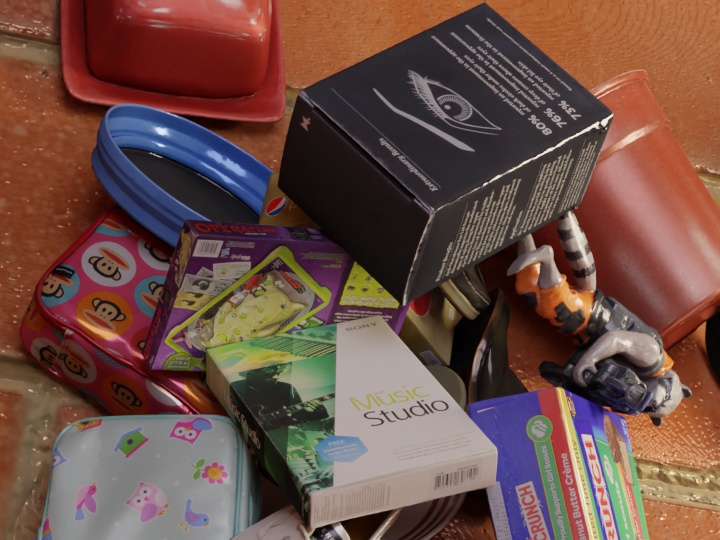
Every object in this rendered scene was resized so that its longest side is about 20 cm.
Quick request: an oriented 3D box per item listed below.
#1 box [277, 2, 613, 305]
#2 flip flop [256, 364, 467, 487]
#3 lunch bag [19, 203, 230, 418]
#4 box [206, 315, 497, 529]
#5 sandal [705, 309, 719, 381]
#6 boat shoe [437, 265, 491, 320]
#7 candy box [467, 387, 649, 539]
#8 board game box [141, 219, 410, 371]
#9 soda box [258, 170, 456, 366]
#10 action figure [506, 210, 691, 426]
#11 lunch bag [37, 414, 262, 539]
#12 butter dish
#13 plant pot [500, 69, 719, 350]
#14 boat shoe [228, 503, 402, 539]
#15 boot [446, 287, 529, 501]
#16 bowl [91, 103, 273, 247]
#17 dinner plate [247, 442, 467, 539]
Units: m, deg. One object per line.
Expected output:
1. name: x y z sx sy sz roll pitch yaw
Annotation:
1. box: 0.062 -0.090 1.594 0.200 0.104 0.148 -28 60 -33
2. flip flop: 0.005 0.109 1.621 0.200 0.058 0.081 -18 31 -38
3. lunch bag: -0.146 0.042 1.682 0.200 0.082 0.176 35 47 5
4. box: -0.010 0.104 1.537 0.144 0.036 0.200 -11 31 -22
5. sandal: 0.360 0.095 1.838 0.057 0.080 0.201 -5 62 -44
6. boat shoe: 0.065 -0.054 1.742 0.065 0.073 0.200 -29 64 10
7. candy box: 0.156 0.183 1.586 0.077 0.200 0.169 -15 75 18
8. board game box: -0.055 0.023 1.606 0.200 0.120 0.032 4 26 -31
9. soda box: 0.000 0.000 1.698 0.200 0.064 0.068 51 36 -39
10. action figure: 0.189 0.045 1.667 0.105 0.200 0.193 -45 106 -8
11. lunch bag: -0.147 0.201 1.533 0.160 0.077 0.200 -2 54 5
12. butter dish: -0.150 -0.244 1.845 0.200 0.148 0.199 6 53 -16
13. plant pot: 0.219 -0.031 1.807 0.201 0.201 0.195 -29 77 -34
14. boat shoe: -0.038 0.192 1.474 0.200 0.070 0.071 -28 81 -44
15. boot: 0.109 0.109 1.743 0.097 0.075 0.200 36 47 -17
16. bowl: -0.127 -0.062 1.730 0.201 0.039 0.201 30 19 -11
17. dinner plate: -0.016 0.168 1.623 0.200 0.024 0.200 -7 31 4
